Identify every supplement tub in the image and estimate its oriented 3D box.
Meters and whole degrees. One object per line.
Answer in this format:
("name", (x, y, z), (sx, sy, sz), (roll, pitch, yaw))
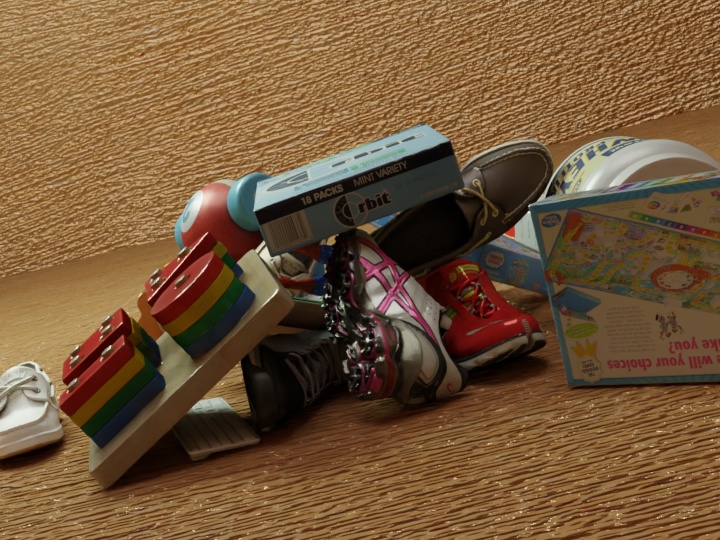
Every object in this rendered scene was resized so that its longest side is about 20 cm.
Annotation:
("supplement tub", (0.237, -0.037, 1.161), (0.143, 0.147, 0.200), (-14, 7, -2))

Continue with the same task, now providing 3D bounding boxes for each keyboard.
("keyboard", (-0.126, 0.127, 1.139), (0.056, 0.011, 0.200), (-16, 8, -13))

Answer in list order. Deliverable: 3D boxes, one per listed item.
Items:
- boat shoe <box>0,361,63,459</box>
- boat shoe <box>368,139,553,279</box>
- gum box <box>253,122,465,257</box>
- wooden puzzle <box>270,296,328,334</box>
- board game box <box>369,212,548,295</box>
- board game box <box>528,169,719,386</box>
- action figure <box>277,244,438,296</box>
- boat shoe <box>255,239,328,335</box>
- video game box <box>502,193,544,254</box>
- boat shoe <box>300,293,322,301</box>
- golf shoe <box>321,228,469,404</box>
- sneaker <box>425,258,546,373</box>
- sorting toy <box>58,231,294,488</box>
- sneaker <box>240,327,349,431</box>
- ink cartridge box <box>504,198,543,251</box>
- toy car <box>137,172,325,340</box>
("boat shoe", (-0.315, 0.124, 1.275), (0.070, 0.070, 0.200), (-13, 8, -11))
("boat shoe", (0.086, -0.048, 1.204), (0.199, 0.072, 0.060), (-31, 4, 0))
("gum box", (-0.006, -0.074, 1.197), (0.168, 0.045, 0.200), (-20, 11, 0))
("wooden puzzle", (-0.051, 0.040, 1.285), (0.183, 0.038, 0.199), (10, -6, -28))
("board game box", (0.080, -0.036, 1.354), (0.199, 0.037, 0.151), (29, 9, 36))
("board game box", (0.214, 0.006, 0.926), (0.198, 0.136, 0.034), (-6, 10, 43))
("action figure", (0.000, 0.000, 1.316), (0.198, 0.066, 0.099), (10, 8, -19))
("boat shoe", (-0.088, 0.002, 1.441), (0.064, 0.071, 0.201), (-36, 24, 56))
("video game box", (0.207, -0.054, 1.597), (0.197, 0.047, 0.182), (2, 11, 22))
("boat shoe", (0.032, 0.022, 1.438), (0.198, 0.074, 0.065), (-25, 13, -6))
("golf shoe", (0.023, 0.037, 1.106), (0.091, 0.073, 0.201), (7, 35, -21))
("sneaker", (0.090, 0.034, 1.139), (0.076, 0.086, 0.200), (-17, 7, -13))
("sorting toy", (-0.158, 0.054, 1.116), (0.199, 0.070, 0.200), (-44, 14, -1))
("sneaker", (-0.037, 0.074, 1.129), (0.114, 0.076, 0.200), (-11, 6, -1))
("ink cartridge box", (0.246, -0.069, 1.464), (0.198, 0.044, 0.173), (-14, 21, -24))
("toy car", (-0.177, 0.012, 1.542), (0.199, 0.178, 0.184), (-34, 7, -33))
